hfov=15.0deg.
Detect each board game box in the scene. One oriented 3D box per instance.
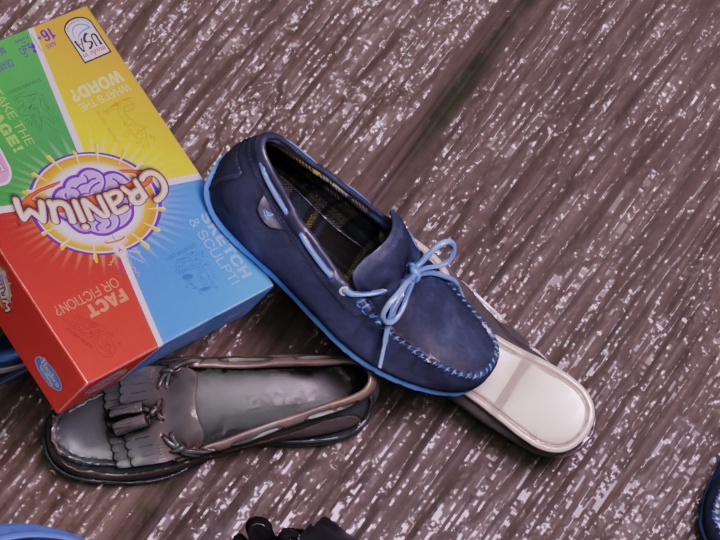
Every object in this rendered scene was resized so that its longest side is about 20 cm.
[{"bbox_3d":[-0.162,-0.038,1.545,0.153,0.040,0.201,-29,81,-42],"label":"board game box"}]

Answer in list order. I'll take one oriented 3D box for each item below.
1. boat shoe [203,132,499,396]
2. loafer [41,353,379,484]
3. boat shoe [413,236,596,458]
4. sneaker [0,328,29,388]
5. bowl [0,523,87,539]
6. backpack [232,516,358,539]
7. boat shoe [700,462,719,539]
[{"bbox_3d":[0.000,0.000,1.558,0.199,0.069,0.084,33,51,-12],"label":"boat shoe"},{"bbox_3d":[-0.086,0.076,1.590,0.199,0.063,0.072,-9,76,-13],"label":"loafer"},{"bbox_3d":[0.055,0.043,1.639,0.200,0.057,0.067,39,83,7],"label":"boat shoe"},{"bbox_3d":[-0.169,0.011,1.584,0.199,0.082,0.074,-31,80,-21],"label":"sneaker"},{"bbox_3d":[-0.180,0.236,1.474,0.200,0.039,0.202,6,79,-30],"label":"bowl"},{"bbox_3d":[0.010,0.238,1.527,0.199,0.127,0.168,12,69,-6],"label":"backpack"},{"bbox_3d":[0.279,0.092,1.645,0.084,0.069,0.200,41,71,3],"label":"boat shoe"}]
